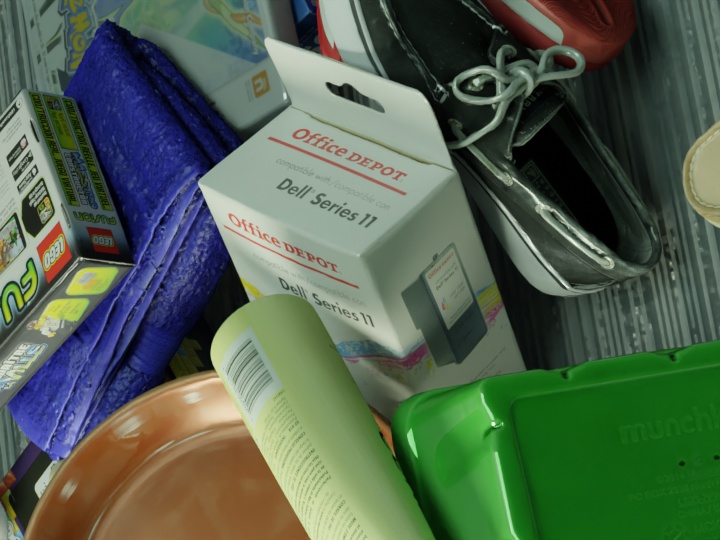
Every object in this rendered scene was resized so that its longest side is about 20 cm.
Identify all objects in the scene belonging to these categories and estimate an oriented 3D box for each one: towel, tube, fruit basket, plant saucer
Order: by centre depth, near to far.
[{"bbox_3d":[-0.002,0.094,0.984,0.052,0.058,0.200,-40,49,10],"label":"tube"},{"bbox_3d":[0.120,0.114,1.008,0.216,0.216,0.156,-27,67,39],"label":"fruit basket"},{"bbox_3d":[-0.053,0.141,1.051,0.200,0.032,0.200,-5,69,13],"label":"plant saucer"},{"bbox_3d":[-0.138,-0.011,1.253,0.148,0.050,0.200,46,118,32],"label":"towel"}]

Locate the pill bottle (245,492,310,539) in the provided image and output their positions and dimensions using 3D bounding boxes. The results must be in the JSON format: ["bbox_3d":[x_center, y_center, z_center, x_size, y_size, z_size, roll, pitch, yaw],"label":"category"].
[{"bbox_3d":[-0.003,0.155,1.114,0.111,0.111,0.200,-46,71,30],"label":"pill bottle"}]

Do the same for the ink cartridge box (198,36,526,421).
[{"bbox_3d":[0.000,0.000,1.109,0.117,0.067,0.200,24,146,43],"label":"ink cartridge box"}]

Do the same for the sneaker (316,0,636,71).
[{"bbox_3d":[0.050,-0.123,1.171,0.200,0.078,0.116,48,131,41],"label":"sneaker"}]

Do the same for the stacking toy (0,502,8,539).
[{"bbox_3d":[-0.245,0.200,1.339,0.146,0.146,0.200,42,117,39],"label":"stacking toy"}]

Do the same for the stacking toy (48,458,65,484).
[{"bbox_3d":[-0.109,0.192,1.193,0.085,0.085,0.200,-4,87,44],"label":"stacking toy"}]

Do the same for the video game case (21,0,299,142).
[{"bbox_3d":[-0.113,-0.144,1.287,0.182,0.022,0.200,-27,68,38],"label":"video game case"}]

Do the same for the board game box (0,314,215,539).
[{"bbox_3d":[-0.102,0.145,1.279,0.165,0.057,0.200,-50,54,25],"label":"board game box"}]

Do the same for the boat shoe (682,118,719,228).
[{"bbox_3d":[0.206,-0.068,0.999,0.200,0.069,0.074,-24,69,40],"label":"boat shoe"}]

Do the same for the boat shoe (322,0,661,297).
[{"bbox_3d":[0.062,-0.072,1.072,0.199,0.074,0.068,56,150,-11],"label":"boat shoe"}]

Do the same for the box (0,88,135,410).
[{"bbox_3d":[-0.200,0.011,1.260,0.200,0.035,0.110,-44,55,34],"label":"box"}]

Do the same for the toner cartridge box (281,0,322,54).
[{"bbox_3d":[-0.090,-0.113,1.308,0.200,0.043,0.095,-42,57,33],"label":"toner cartridge box"}]
